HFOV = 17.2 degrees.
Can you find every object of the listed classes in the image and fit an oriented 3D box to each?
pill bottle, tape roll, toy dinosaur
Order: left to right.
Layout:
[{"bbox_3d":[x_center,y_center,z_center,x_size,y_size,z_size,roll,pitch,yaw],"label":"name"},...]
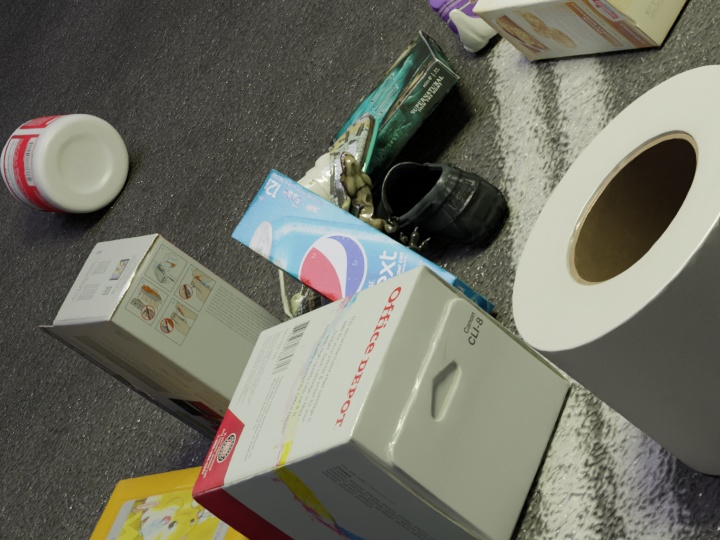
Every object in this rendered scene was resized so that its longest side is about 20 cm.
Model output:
[{"bbox_3d":[-0.351,-0.124,2.759,0.113,0.112,0.200,-58,22,-12],"label":"pill bottle"},{"bbox_3d":[0.010,0.007,1.855,0.088,0.047,0.202,-2,84,60],"label":"toy dinosaur"},{"bbox_3d":[0.205,0.000,1.394,0.203,0.139,0.203,-43,23,24],"label":"tape roll"}]

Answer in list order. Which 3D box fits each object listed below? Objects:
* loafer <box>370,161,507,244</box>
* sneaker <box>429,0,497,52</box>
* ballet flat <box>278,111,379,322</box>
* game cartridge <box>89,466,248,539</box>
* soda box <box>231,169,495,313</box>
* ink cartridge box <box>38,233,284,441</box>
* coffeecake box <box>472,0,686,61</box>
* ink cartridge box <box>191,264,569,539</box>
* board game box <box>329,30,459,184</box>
[{"bbox_3d":[0.047,-0.060,1.902,0.068,0.070,0.200,-58,21,-11],"label":"loafer"},{"bbox_3d":[0.100,-0.282,2.109,0.081,0.083,0.201,-39,25,31],"label":"sneaker"},{"bbox_3d":[-0.032,-0.035,1.936,0.072,0.072,0.202,-2,77,63],"label":"ballet flat"},{"bbox_3d":[-0.155,0.232,1.836,0.175,0.033,0.200,-13,34,33],"label":"game cartridge"},{"bbox_3d":[0.000,0.000,1.780,0.200,0.068,0.064,31,88,36],"label":"soda box"},{"bbox_3d":[-0.139,0.061,1.925,0.175,0.200,0.084,-5,53,62],"label":"ink cartridge box"},{"bbox_3d":[0.196,-0.253,1.881,0.154,0.073,0.200,-58,22,-12],"label":"coffeecake box"},{"bbox_3d":[0.013,0.113,1.611,0.200,0.144,0.146,-23,36,52],"label":"ink cartridge box"},{"bbox_3d":[0.026,-0.139,2.070,0.135,0.028,0.200,-51,10,8],"label":"board game box"}]
